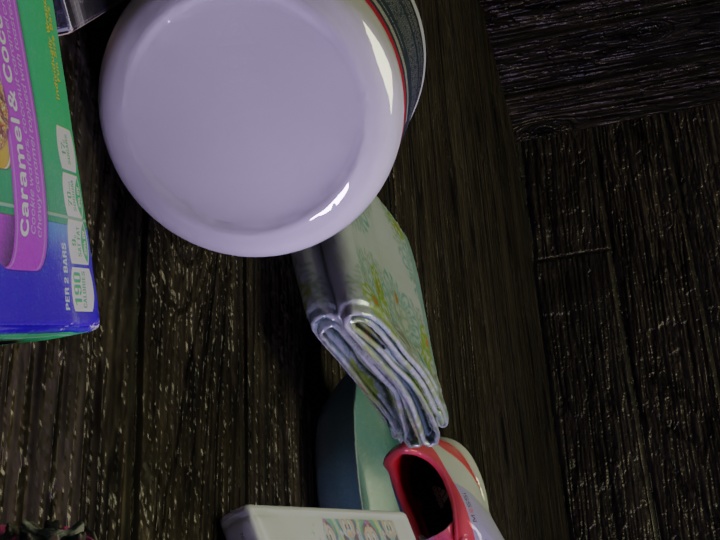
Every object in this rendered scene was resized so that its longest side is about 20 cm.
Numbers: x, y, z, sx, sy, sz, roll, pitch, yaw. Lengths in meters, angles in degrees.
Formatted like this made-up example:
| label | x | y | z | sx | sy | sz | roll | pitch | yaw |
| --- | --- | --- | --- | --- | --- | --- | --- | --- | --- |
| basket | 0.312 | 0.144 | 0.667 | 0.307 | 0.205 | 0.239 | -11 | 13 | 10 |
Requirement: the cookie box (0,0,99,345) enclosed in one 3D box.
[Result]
| label | x | y | z | sx | sy | sz | roll | pitch | yaw |
| --- | --- | --- | --- | --- | --- | --- | --- | --- | --- |
| cookie box | -0.139 | -0.063 | 0.397 | 0.200 | 0.075 | 0.172 | 8 | 72 | -79 |

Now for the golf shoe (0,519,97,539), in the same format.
| label | x | y | z | sx | sy | sz | roll | pitch | yaw |
| --- | --- | --- | --- | --- | --- | --- | --- | --- | --- |
| golf shoe | -0.113 | 0.127 | 0.382 | 0.200 | 0.072 | 0.093 | -51 | 137 | -64 |

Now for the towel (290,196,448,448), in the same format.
| label | x | y | z | sx | sy | sz | roll | pitch | yaw |
| --- | --- | --- | --- | --- | --- | --- | --- | --- | --- |
| towel | 0.000 | 0.000 | 1.096 | 0.171 | 0.048 | 0.201 | 56 | 14 | -50 |

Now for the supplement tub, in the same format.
| label | x | y | z | sx | sy | sz | roll | pitch | yaw |
| --- | --- | --- | --- | --- | --- | --- | --- | --- | --- |
| supplement tub | -0.040 | -0.098 | 0.818 | 0.200 | 0.139 | 0.141 | -68 | 147 | -72 |

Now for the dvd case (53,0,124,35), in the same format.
| label | x | y | z | sx | sy | sz | roll | pitch | yaw |
| --- | --- | --- | --- | --- | --- | --- | --- | --- | --- |
| dvd case | -0.131 | -0.197 | 0.762 | 0.200 | 0.016 | 0.150 | -69 | 146 | -71 |

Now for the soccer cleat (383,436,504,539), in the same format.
| label | x | y | z | sx | sy | sz | roll | pitch | yaw |
| --- | --- | --- | --- | --- | --- | --- | --- | --- | --- |
| soccer cleat | 0.074 | 0.201 | 1.103 | 0.073 | 0.068 | 0.201 | 15 | 44 | -59 |

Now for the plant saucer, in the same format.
| label | x | y | z | sx | sy | sz | roll | pitch | yaw |
| --- | --- | --- | --- | --- | --- | --- | --- | --- | --- |
| plant saucer | 0.004 | 0.161 | 1.116 | 0.200 | 0.036 | 0.202 | -10 | 90 | -81 |

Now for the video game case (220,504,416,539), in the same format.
| label | x | y | z | sx | sy | sz | roll | pitch | yaw |
| --- | --- | --- | --- | --- | --- | --- | --- | --- | --- |
| video game case | 0.011 | 0.213 | 0.882 | 0.200 | 0.024 | 0.183 | 19 | 46 | -63 |
